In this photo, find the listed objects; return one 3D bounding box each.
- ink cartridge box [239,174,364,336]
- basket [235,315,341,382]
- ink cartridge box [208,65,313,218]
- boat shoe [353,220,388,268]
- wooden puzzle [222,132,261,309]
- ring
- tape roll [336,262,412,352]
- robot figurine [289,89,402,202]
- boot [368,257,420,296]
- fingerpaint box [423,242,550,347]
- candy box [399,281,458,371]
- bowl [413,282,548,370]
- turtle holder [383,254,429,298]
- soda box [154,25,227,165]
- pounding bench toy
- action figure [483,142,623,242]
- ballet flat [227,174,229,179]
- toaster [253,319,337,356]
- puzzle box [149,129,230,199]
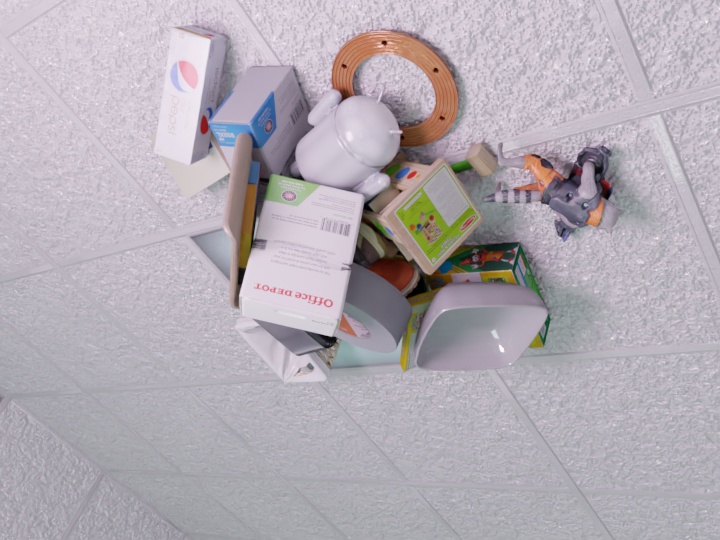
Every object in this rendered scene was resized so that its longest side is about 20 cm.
[{"bbox_3d":[-0.084,-0.021,1.118,0.144,0.202,0.084,13,156,-3],"label":"ink cartridge box"},{"bbox_3d":[-0.146,0.133,1.649,0.135,0.124,0.200,-8,131,37],"label":"basket"},{"bbox_3d":[-0.140,-0.199,1.222,0.083,0.146,0.201,6,140,26],"label":"ink cartridge box"},{"bbox_3d":[-0.041,-0.065,1.243,0.199,0.065,0.073,33,159,42],"label":"boat shoe"},{"bbox_3d":[-0.169,-0.069,1.129,0.037,0.186,0.201,4,146,-3],"label":"wooden puzzle"},{"bbox_3d":[0.051,-0.268,1.137,0.199,0.019,0.201,16,143,12],"label":"ring"},{"bbox_3d":[-0.017,0.056,1.248,0.199,0.067,0.201,25,159,10],"label":"tape roll"},{"bbox_3d":[-0.020,-0.185,1.156,0.199,0.113,0.171,-33,88,38],"label":"robot figurine"},{"bbox_3d":[0.000,0.000,1.285,0.198,0.076,0.107,0,147,35],"label":"boot"},{"bbox_3d":[0.229,0.048,1.370,0.166,0.074,0.201,-4,134,32],"label":"fingerpaint box"},{"bbox_3d":[0.124,0.103,1.367,0.101,0.027,0.201,-15,143,-14],"label":"candy box"},{"bbox_3d":[0.188,0.087,1.274,0.198,0.075,0.200,-1,143,-15],"label":"bowl"},{"bbox_3d":[0.060,0.023,1.394,0.140,0.187,0.131,15,161,-30],"label":"turtle holder"},{"bbox_3d":[-0.267,-0.274,1.202,0.068,0.064,0.202,19,113,9],"label":"soda box"},{"bbox_3d":[0.105,-0.121,1.208,0.124,0.200,0.156,50,169,-27],"label":"pounding bench toy"},{"bbox_3d":[0.288,-0.096,1.140,0.192,0.105,0.201,20,144,18],"label":"action figure"},{"bbox_3d":[-0.200,-0.187,1.330,0.065,0.070,0.201,33,157,43],"label":"ballet flat"},{"bbox_3d":[-0.100,0.047,1.476,0.200,0.182,0.118,42,143,-20],"label":"toaster"},{"bbox_3d":[-0.291,-0.208,1.337,0.199,0.025,0.134,-15,107,54],"label":"puzzle box"}]
